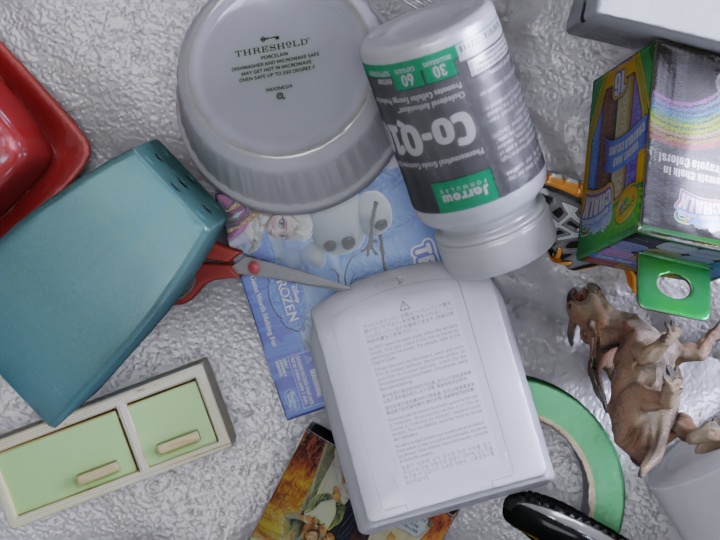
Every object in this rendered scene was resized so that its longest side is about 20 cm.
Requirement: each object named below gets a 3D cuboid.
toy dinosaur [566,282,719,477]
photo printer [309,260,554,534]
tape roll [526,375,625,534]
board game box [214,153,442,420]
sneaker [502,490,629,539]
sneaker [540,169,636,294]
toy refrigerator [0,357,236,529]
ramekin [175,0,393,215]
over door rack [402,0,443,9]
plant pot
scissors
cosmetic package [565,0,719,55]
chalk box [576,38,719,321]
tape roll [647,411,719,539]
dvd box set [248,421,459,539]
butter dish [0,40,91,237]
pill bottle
[{"bbox_3d":[0.228,0.101,1.579,0.085,0.135,0.201,28,51,-30],"label":"toy dinosaur"},{"bbox_3d":[0.052,0.096,1.561,0.165,0.069,0.202,-16,77,-4],"label":"photo printer"},{"bbox_3d":[0.124,0.189,1.637,0.198,0.048,0.202,0,92,1],"label":"tape roll"},{"bbox_3d":[0.000,0.000,1.631,0.197,0.043,0.202,-19,92,0],"label":"board game box"},{"bbox_3d":[0.192,0.256,1.579,0.199,0.070,0.091,29,89,-15],"label":"sneaker"},{"bbox_3d":[0.172,-0.041,1.614,0.198,0.078,0.078,18,97,-2],"label":"sneaker"},{"bbox_3d":[-0.211,0.145,1.624,0.198,0.070,0.076,-20,92,0],"label":"toy refrigerator"},{"bbox_3d":[-0.060,-0.153,1.575,0.200,0.094,0.204,-1,78,5],"label":"ramekin"},{"bbox_3d":[0.049,-0.311,1.574,0.147,0.067,0.201,32,69,-2],"label":"over door rack"},{"bbox_3d":[-0.211,-0.003,1.566,0.200,0.141,0.141,-43,92,12],"label":"plant pot"},{"bbox_3d":[-0.098,-0.011,1.599,0.199,0.014,0.074,-4,97,32],"label":"scissors"},{"bbox_3d":[0.270,-0.258,1.541,0.164,0.200,0.166,12,92,-1],"label":"cosmetic package"},{"bbox_3d":[0.253,-0.061,1.531,0.123,0.124,0.202,12,78,-15],"label":"chalk box"},{"bbox_3d":[0.352,0.176,1.560,0.202,0.203,0.140,-33,93,1],"label":"tape roll"},{"bbox_3d":[-0.025,0.248,1.618,0.146,0.029,0.201,30,105,8],"label":"dvd box set"},{"bbox_3d":[-0.356,-0.102,1.575,0.199,0.148,0.200,-43,92,2],"label":"butter dish"},{"bbox_3d":[0.081,-0.103,1.512,0.112,0.113,0.201,-21,109,1],"label":"pill bottle"}]
